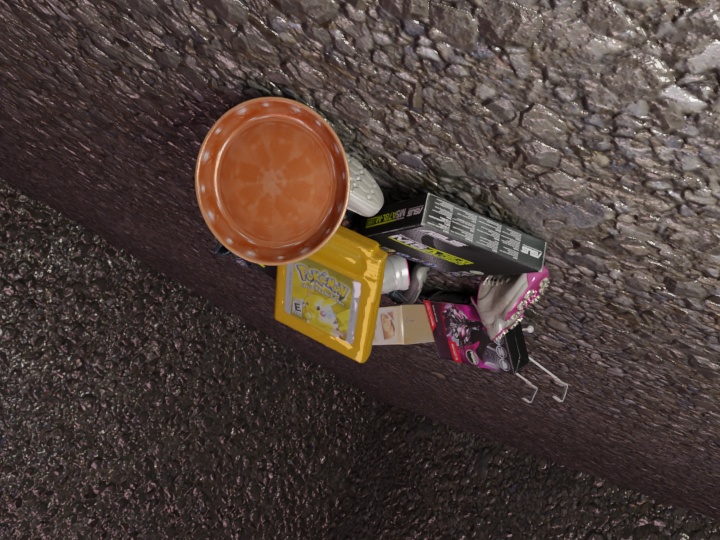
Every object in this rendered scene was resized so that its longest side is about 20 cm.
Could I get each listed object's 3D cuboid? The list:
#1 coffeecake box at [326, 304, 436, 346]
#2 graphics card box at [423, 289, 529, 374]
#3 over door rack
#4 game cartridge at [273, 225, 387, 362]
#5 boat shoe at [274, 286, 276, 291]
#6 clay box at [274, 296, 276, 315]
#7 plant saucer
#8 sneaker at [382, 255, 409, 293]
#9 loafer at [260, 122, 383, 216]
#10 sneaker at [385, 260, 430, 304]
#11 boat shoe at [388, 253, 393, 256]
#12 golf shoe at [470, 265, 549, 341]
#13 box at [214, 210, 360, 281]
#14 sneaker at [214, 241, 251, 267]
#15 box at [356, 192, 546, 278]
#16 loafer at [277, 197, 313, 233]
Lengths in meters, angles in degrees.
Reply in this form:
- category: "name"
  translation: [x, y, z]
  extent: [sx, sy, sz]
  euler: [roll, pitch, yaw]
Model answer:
- category: "coffeecake box"
  translation: [0.048, 0.110, 1.256]
  extent: [0.196, 0.076, 0.151]
  euler: [-7, 174, 39]
- category: "graphics card box"
  translation: [0.207, 0.108, 1.142]
  extent: [0.197, 0.050, 0.129]
  euler: [4, 115, 54]
- category: "over door rack"
  translation: [0.304, 0.161, 1.212]
  extent: [0.200, 0.066, 0.148]
  euler: [47, 165, 3]
- category: "game cartridge"
  translation: [-0.051, 0.022, 0.926]
  extent: [0.173, 0.032, 0.204]
  euler: [24, 130, 20]
- category: "boat shoe"
  translation: [-0.102, 0.036, 1.247]
  extent: [0.197, 0.066, 0.072]
  euler: [10, 159, 45]
- category: "clay box"
  translation: [-0.051, 0.018, 1.009]
  extent: [0.112, 0.049, 0.201]
  euler: [19, 136, -20]
- category: "plant saucer"
  translation: [-0.109, -0.110, 0.786]
  extent: [0.196, 0.205, 0.032]
  euler: [25, -172, -2]
- category: "sneaker"
  translation: [0.000, 0.000, 1.106]
  extent: [0.086, 0.084, 0.198]
  euler: [-15, -170, -29]
- category: "loafer"
  translation: [-0.058, -0.132, 0.839]
  extent: [0.197, 0.071, 0.070]
  euler: [35, 134, -4]
- category: "sneaker"
  translation: [0.067, 0.017, 1.141]
  extent: [0.078, 0.077, 0.200]
  euler: [29, 164, -7]
- category: "boat shoe"
  translation: [-0.021, -0.052, 1.062]
  extent: [0.196, 0.074, 0.067]
  euler: [8, 158, 40]
- category: "golf shoe"
  translation: [0.218, 0.033, 0.952]
  extent: [0.092, 0.074, 0.201]
  euler: [54, 156, 19]
- category: "box"
  translation: [-0.106, -0.072, 0.978]
  extent: [0.197, 0.045, 0.159]
  euler: [-31, 132, 27]
- category: "sneaker"
  translation: [-0.193, -0.041, 1.173]
  extent: [0.196, 0.083, 0.074]
  euler: [15, 163, 35]
- category: "box"
  translation: [0.117, -0.040, 0.857]
  extent: [0.195, 0.049, 0.192]
  euler: [19, 171, -25]
- category: "loafer"
  translation: [-0.135, -0.104, 0.858]
  extent: [0.199, 0.069, 0.075]
  euler: [42, -171, 15]
